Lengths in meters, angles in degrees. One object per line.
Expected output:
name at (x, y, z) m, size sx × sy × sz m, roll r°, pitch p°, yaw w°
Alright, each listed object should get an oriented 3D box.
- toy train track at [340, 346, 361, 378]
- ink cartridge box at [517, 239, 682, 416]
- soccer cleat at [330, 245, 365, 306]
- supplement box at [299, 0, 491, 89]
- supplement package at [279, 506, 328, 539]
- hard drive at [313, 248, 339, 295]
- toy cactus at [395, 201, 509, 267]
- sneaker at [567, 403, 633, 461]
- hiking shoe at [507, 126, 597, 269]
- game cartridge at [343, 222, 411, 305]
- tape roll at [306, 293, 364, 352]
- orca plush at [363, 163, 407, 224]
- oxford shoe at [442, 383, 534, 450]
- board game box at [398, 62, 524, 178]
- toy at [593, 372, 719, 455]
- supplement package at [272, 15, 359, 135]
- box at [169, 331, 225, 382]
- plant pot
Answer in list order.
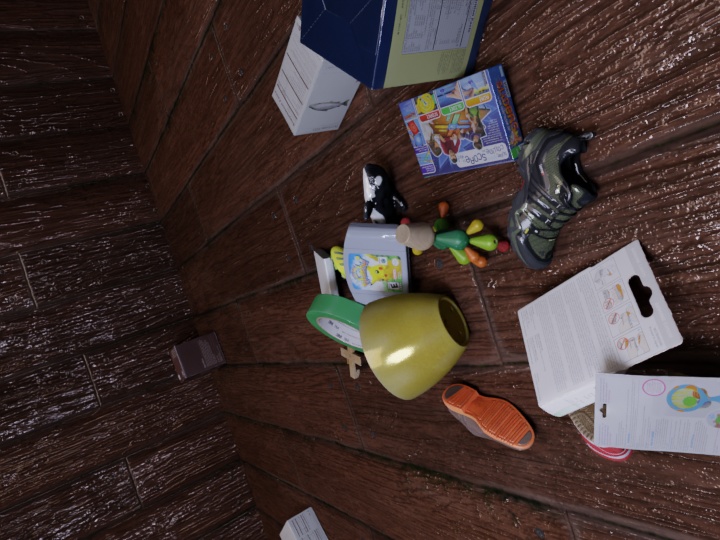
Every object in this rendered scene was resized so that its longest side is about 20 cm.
toy train track at (-0.017, 0.175, 1.300) m, size 0.115 × 0.032 × 0.201 m, roll 11°, pitch 110°, yaw 62°
ink cartridge box at (0.308, 0.078, 0.666) m, size 0.200 × 0.050 × 0.161 m, roll -40°, pitch 34°, yaw 38°
soccer cleat at (0.001, 0.000, 1.167) m, size 0.084 × 0.065 × 0.200 m, roll -52°, pitch 52°, yaw 19°
supplement box at (0.048, -0.378, 0.746) m, size 0.200 × 0.199 × 0.135 m, roll 46°, pitch 142°, yaw 35°
supplement package at (-0.221, 1.050, 1.984) m, size 0.156 × 0.111 × 0.200 m, roll 54°, pitch 145°, yaw 26°
hard drive at (-0.079, 0.053, 1.295) m, size 0.132 × 0.027 × 0.201 m, roll -143°, pitch 42°, yaw -70°
toy cactus at (0.128, -0.061, 0.839) m, size 0.200 × 0.165 × 0.103 m, roll 24°, pitch 105°, yaw 44°
sneaker at (0.323, 0.181, 0.739) m, size 0.112 × 0.071 × 0.200 m, roll 44°, pitch -159°, yaw -35°
hiking shoe at (0.262, -0.089, 0.687) m, size 0.101 × 0.076 × 0.201 m, roll 27°, pitch 127°, yaw 53°
game cartridge at (0.034, -0.005, 1.020) m, size 0.133 × 0.041 × 0.201 m, roll 6°, pitch 131°, yaw 18°
tape roll at (-0.023, 0.124, 1.150) m, size 0.200 × 0.048 × 0.201 m, roll 23°, pitch 157°, yaw 10°
orca plush at (0.055, -0.112, 1.000) m, size 0.071 × 0.105 × 0.201 m, roll 3°, pitch 109°, yaw 23°
oxford shoe at (0.240, 0.278, 0.937) m, size 0.200 × 0.071 × 0.073 m, roll 25°, pitch 146°, yaw 55°
board game box at (0.153, -0.225, 0.799) m, size 0.200 × 0.034 × 0.136 m, roll 4°, pitch 120°, yaw 56°
toy at (0.379, 0.157, 0.587) m, size 0.199 × 0.047 × 0.116 m, roll 0°, pitch 118°, yaw 23°
supplement package at (-0.083, -0.388, 1.021) m, size 0.118 × 0.117 × 0.200 m, roll 61°, pitch 147°, yaw 16°
box at (-0.777, 0.414, 2.425) m, size 0.166 × 0.199 × 0.165 m, roll -33°, pitch 77°, yaw 57°
plant pot at (0.115, 0.119, 0.943) m, size 0.142 × 0.200 × 0.201 m, roll -31°, pitch 79°, yaw 29°
